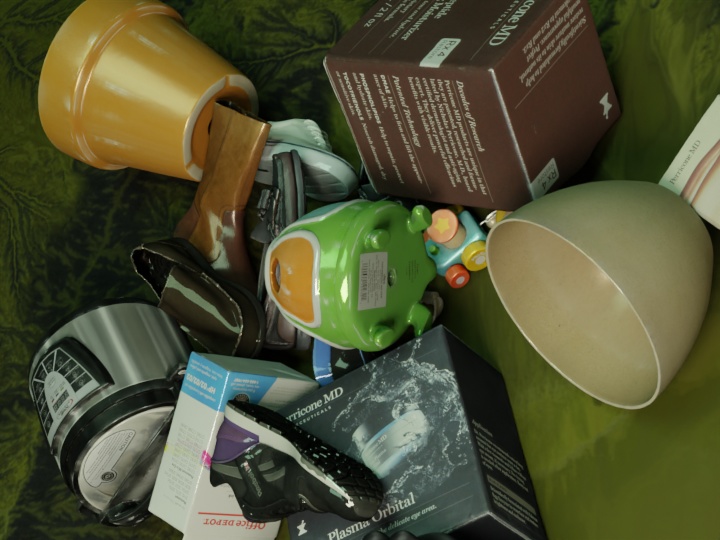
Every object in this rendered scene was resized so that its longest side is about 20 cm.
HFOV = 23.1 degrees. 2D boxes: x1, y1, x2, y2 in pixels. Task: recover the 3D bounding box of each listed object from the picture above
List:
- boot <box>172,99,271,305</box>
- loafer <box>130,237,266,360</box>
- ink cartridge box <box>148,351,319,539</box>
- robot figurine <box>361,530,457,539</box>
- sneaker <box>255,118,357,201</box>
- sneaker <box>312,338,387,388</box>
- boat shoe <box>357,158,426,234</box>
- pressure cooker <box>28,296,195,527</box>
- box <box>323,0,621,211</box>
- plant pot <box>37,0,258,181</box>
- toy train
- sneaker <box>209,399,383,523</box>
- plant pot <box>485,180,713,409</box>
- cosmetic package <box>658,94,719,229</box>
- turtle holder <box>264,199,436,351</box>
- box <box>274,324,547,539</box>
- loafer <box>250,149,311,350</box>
[{"bbox_3d":[-0.121,-0.060,1.826,0.188,0.068,0.200,42,116,54],"label":"boot"},{"bbox_3d":[-0.168,0.033,1.754,0.200,0.071,0.073,37,114,42],"label":"loafer"},{"bbox_3d":[-0.125,0.186,1.664,0.068,0.115,0.201,22,98,48],"label":"ink cartridge box"},{"bbox_3d":[0.074,0.292,1.433,0.125,0.200,0.150,-44,20,11],"label":"robot figurine"},{"bbox_3d":[-0.062,-0.125,1.840,0.200,0.073,0.071,19,66,51],"label":"sneaker"},{"bbox_3d":[-0.004,0.035,1.733,0.078,0.070,0.200,-10,56,12],"label":"sneaker"},{"bbox_3d":[0.027,-0.082,1.770,0.074,0.066,0.200,-8,61,31],"label":"boat shoe"},{"bbox_3d":[-0.225,0.146,1.751,0.178,0.176,0.200,-21,49,-11],"label":"pressure cooker"},{"bbox_3d":[0.107,-0.173,1.666,0.200,0.164,0.166,9,44,39],"label":"box"},{"bbox_3d":[-0.219,-0.188,1.938,0.183,0.200,0.200,26,81,28],"label":"plant pot"},{"bbox_3d":[0.127,-0.010,1.665,0.200,0.056,0.151,-5,62,33],"label":"toy train"},{"bbox_3d":[-0.058,0.189,1.531,0.200,0.076,0.088,27,98,48],"label":"sneaker"},{"bbox_3d":[0.225,0.000,1.517,0.134,0.201,0.200,-39,43,-22],"label":"plant pot"},{"bbox_3d":[0.364,-0.055,1.489,0.200,0.087,0.104,39,101,43],"label":"cosmetic package"},{"bbox_3d":[-0.004,-0.007,1.623,0.131,0.141,0.186,5,36,30],"label":"turtle holder"},{"bbox_3d":[0.039,0.190,1.573,0.196,0.117,0.200,-29,50,20],"label":"box"},{"bbox_3d":[-0.083,-0.019,1.747,0.063,0.072,0.201,-3,92,-6],"label":"loafer"}]
